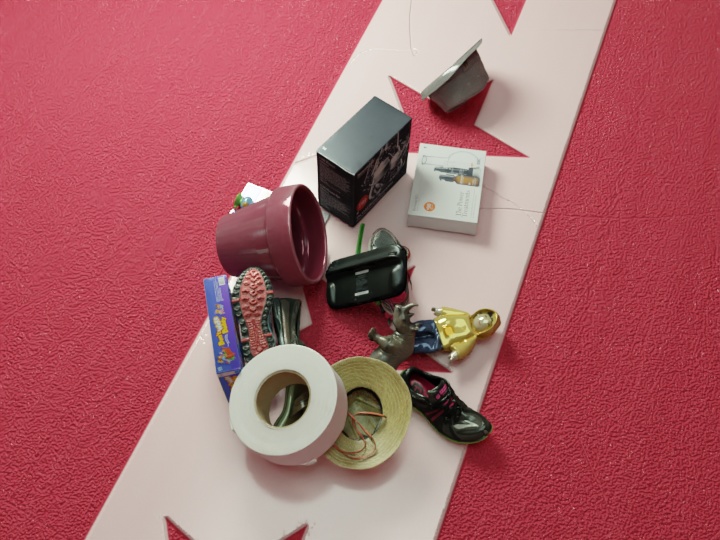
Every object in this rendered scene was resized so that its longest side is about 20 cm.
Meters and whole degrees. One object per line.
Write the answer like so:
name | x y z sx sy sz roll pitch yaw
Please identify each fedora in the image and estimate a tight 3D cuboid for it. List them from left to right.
fedora | 0.234 -0.437 1.912 0.090 0.177 0.200 49 58 -6

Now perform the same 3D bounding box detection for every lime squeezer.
lime squeezer | 0.000 0.000 1.674 0.038 0.071 0.200 3 53 -18

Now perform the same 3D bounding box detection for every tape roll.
tape roll | -0.126 0.235 1.442 0.202 0.071 0.203 -7 63 13

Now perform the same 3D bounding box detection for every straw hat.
straw hat | 0.000 0.265 1.502 0.200 0.085 0.202 -2 70 5

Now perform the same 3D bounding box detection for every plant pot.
plant pot | -0.182 -0.061 1.651 0.178 0.200 0.201 -8 56 19

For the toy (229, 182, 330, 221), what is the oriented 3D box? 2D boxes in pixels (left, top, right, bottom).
toy | -0.179 -0.122 1.765 0.199 0.047 0.115 19 62 13

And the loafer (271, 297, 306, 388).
loafer | -0.130 0.135 1.595 0.063 0.072 0.200 -7 56 -11

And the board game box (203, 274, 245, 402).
board game box | -0.252 0.130 1.558 0.045 0.135 0.200 -11 58 -6

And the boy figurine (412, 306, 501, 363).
boy figurine | 0.179 0.122 1.602 0.199 0.065 0.125 -8 56 -1

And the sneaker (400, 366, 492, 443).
sneaker | 0.150 0.247 1.511 0.200 0.084 0.077 31 64 18

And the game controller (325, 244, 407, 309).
game controller | 0.009 0.014 1.622 0.200 0.042 0.105 -14 74 38

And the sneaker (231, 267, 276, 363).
sneaker | -0.207 0.095 1.583 0.079 0.096 0.201 -3 82 -10

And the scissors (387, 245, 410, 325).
scissors | 0.051 0.022 1.696 0.073 0.014 0.200 13 60 6

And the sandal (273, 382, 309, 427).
sandal | -0.107 0.258 1.508 0.057 0.080 0.201 6 65 31

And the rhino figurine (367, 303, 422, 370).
rhino figurine | 0.052 0.143 1.544 0.087 0.060 0.200 36 102 8

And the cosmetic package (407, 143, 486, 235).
cosmetic package | 0.189 -0.180 1.797 0.150 0.052 0.201 7 58 8

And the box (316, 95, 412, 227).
box | 0.007 -0.229 1.749 0.104 0.182 0.200 33 63 19

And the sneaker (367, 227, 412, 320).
sneaker | 0.065 -0.003 1.660 0.080 0.075 0.201 -9 59 -7
